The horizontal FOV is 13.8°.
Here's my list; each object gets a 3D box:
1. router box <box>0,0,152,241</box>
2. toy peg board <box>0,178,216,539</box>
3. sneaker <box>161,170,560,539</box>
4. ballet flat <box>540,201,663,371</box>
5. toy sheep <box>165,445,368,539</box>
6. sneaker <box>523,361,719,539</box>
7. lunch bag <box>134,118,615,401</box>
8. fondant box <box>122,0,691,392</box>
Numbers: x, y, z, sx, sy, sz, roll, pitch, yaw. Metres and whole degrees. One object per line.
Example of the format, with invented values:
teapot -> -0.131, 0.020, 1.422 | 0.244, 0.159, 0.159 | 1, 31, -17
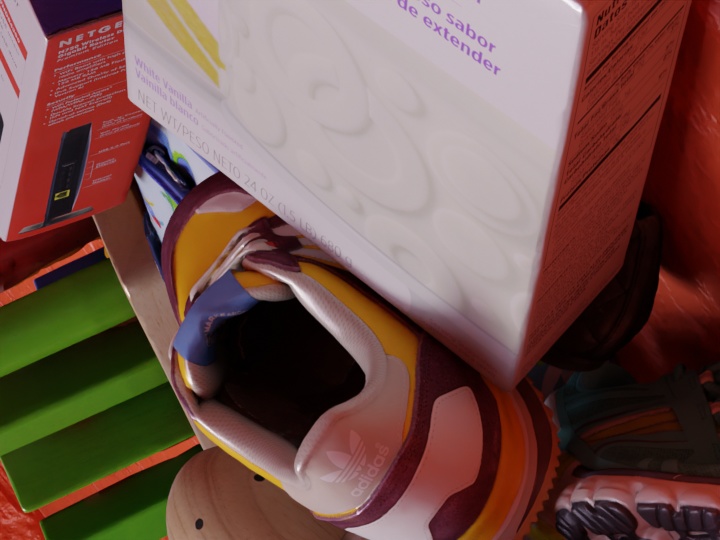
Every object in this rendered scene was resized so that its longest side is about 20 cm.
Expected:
router box -> -0.125, -0.132, 0.972 | 0.201, 0.049, 0.180 | 66, 162, 13
toy peg board -> -0.125, 0.013, 1.251 | 0.200, 0.097, 0.200 | 69, 176, -49
sneaker -> -0.022, 0.012, 0.873 | 0.090, 0.075, 0.200 | 24, -170, -37
ballet flat -> 0.024, -0.048, 0.907 | 0.200, 0.066, 0.057 | 45, 122, 31
toy sheep -> 0.009, 0.135, 0.961 | 0.200, 0.138, 0.138 | 47, 169, -16
sneaker -> 0.093, 0.058, 0.846 | 0.077, 0.080, 0.200 | 43, 166, -21
lunch bag -> 0.000, 0.000, 1.029 | 0.200, 0.082, 0.161 | 45, 163, 27
fondant box -> 0.007, -0.071, 0.753 | 0.144, 0.058, 0.200 | 38, 156, 16
